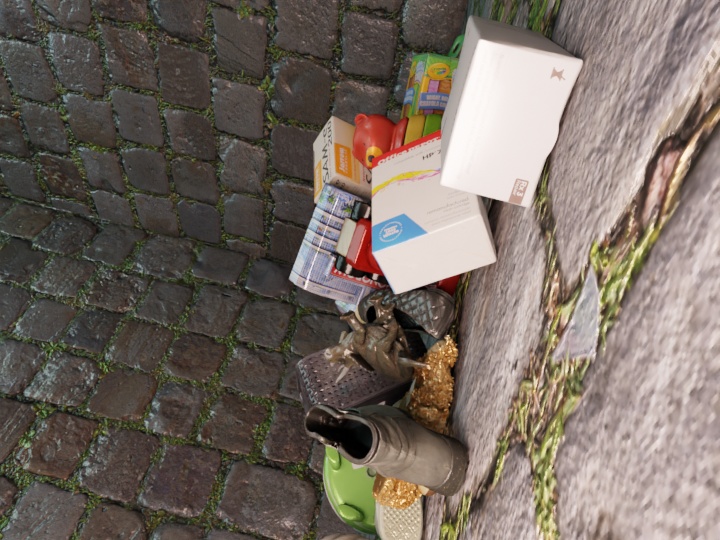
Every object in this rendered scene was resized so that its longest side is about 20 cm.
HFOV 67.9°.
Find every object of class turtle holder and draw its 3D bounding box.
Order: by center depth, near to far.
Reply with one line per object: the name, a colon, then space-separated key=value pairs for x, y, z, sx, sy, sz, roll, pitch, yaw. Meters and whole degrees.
turtle holder: x=0.026 y=0.307 z=0.762 sx=0.140 sy=0.185 sz=0.133 roll=-41 pitch=-18 yaw=-22

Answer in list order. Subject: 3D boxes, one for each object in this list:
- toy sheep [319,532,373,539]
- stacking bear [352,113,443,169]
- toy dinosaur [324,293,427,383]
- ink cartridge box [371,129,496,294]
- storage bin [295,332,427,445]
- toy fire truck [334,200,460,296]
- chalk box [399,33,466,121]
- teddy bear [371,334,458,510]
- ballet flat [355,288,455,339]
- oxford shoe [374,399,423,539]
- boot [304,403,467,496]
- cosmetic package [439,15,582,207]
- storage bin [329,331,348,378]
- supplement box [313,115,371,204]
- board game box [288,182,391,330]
toy sheep: x=-0.004 y=0.362 z=0.576 sx=0.197 sy=0.136 sz=0.142 roll=-2 pitch=71 yaw=49
stacking bear: x=0.083 y=-0.175 z=0.784 sx=0.123 sy=0.194 sz=0.116 roll=99 pitch=-175 yaw=-51
toy dinosaur: x=0.032 y=0.096 z=0.671 sx=0.076 sy=0.197 sz=0.105 roll=-33 pitch=-65 yaw=-34
ink cartridge box: x=0.074 y=-0.085 z=0.592 sx=0.204 sy=0.113 sz=0.068 roll=-90 pitch=-26 yaw=-44
storage bin: x=0.007 y=0.171 z=0.819 sx=0.137 sy=0.195 sz=0.095 roll=97 pitch=149 yaw=-57
toy fire truck: x=0.086 y=-0.022 z=0.697 sx=0.199 sy=0.173 sz=0.132 roll=32 pitch=104 yaw=52
chalk box: x=0.154 y=-0.333 z=0.999 sx=0.125 sy=0.120 sz=0.206 roll=-114 pitch=33 yaw=-71
teddy bear: x=0.077 y=0.176 z=0.622 sx=0.147 sy=0.065 sz=0.203 roll=112 pitch=180 yaw=-49
ballet flat: x=0.046 y=0.061 z=0.713 sx=0.198 sy=0.066 sz=0.057 roll=-14 pitch=36 yaw=56
oxford shoe: x=0.053 y=0.259 z=0.685 sx=0.059 sy=0.073 sz=0.204 roll=96 pitch=-177 yaw=-46
boot: x=-0.001 y=0.153 z=0.516 sx=0.198 sy=0.129 sz=0.070 roll=-8 pitch=59 yaw=58
cosmetic package: x=0.120 y=-0.151 z=0.474 sx=0.201 sy=0.079 sz=0.116 roll=-71 pitch=-6 yaw=-62
storage bin: x=0.020 y=0.251 z=1.008 sx=0.200 sy=0.091 sz=0.204 roll=-72 pitch=-33 yaw=-57
supplement box: x=0.022 y=-0.150 z=0.881 sx=0.073 sy=0.196 sz=0.129 roll=-41 pitch=43 yaw=43
board game box: x=0.000 y=0.000 z=0.813 sx=0.061 sy=0.196 sz=0.205 roll=30 pitch=101 yaw=52
